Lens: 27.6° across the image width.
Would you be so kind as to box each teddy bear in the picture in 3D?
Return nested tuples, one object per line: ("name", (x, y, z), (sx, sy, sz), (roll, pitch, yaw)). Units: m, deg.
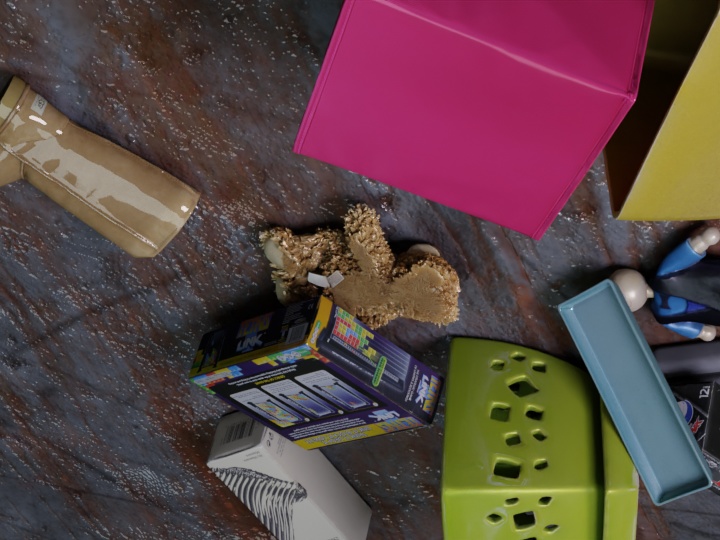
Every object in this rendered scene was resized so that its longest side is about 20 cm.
("teddy bear", (0.000, 0.000, 1.361), (0.198, 0.067, 0.146), (-10, 121, 31))

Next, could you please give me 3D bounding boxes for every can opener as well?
("can opener", (0.366, 0.090, 1.346), (0.198, 0.067, 0.053), (-5, 133, 25))

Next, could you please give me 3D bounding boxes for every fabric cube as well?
("fabric cube", (0.085, -0.177, 1.043), (0.197, 0.201, 0.197), (19, 149, -4))

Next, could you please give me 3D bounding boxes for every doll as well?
("doll", (0.316, 0.017, 1.295), (0.198, 0.049, 0.137), (2, 135, 21))

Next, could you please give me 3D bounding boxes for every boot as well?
("boot", (-0.276, -0.068, 1.357), (0.199, 0.067, 0.175), (34, 132, -19))

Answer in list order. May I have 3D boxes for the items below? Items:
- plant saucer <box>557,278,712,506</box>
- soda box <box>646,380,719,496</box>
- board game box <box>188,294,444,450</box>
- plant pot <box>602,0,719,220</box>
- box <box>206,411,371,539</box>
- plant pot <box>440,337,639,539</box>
("plant saucer", (0.247, 0.107, 1.306), (0.070, 0.019, 0.202), (-32, 80, 46))
("soda box", (0.353, 0.172, 1.376), (0.063, 0.071, 0.199), (-8, 149, 45))
("board game box", (-0.045, 0.104, 1.420), (0.165, 0.057, 0.199), (34, 148, -29))
("plant pot", (0.287, -0.156, 1.046), (0.174, 0.201, 0.201), (10, 135, -8))
("box", (-0.075, 0.236, 1.592), (0.082, 0.069, 0.200), (-21, 124, 29))
("plant pot", (0.173, 0.199, 1.409), (0.179, 0.200, 0.201), (0, 133, 6))
